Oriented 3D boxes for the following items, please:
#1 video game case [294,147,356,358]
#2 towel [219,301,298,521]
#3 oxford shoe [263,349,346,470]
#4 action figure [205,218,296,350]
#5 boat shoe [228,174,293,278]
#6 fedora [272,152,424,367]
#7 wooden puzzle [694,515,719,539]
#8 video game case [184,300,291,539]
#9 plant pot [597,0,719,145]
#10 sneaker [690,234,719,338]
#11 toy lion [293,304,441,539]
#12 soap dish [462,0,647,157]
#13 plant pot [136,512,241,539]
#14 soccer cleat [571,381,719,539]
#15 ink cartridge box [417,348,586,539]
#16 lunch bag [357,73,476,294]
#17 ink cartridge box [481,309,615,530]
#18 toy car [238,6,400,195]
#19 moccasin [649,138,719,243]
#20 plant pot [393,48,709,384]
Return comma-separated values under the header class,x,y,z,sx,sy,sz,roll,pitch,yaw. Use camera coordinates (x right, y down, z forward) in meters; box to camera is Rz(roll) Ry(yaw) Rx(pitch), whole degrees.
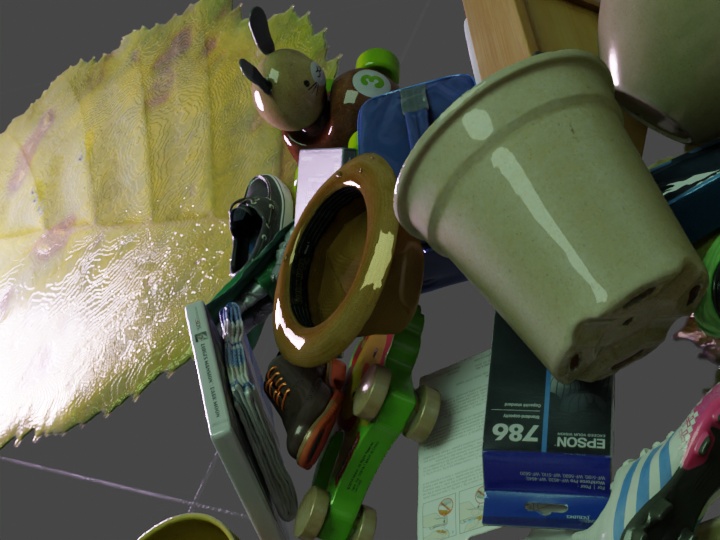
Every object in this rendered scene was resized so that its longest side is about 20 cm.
class,x,y,z,sx,sy,sz,roll,pitch,yaw
video game case,-0.040,-0.022,1.255,0.143,0.019,0.203,-167,81,-70
towel,-0.096,0.128,1.169,0.023,0.149,0.200,-19,23,-2
oxford shoe,-0.058,0.120,1.108,0.200,0.072,0.072,-90,25,-79
action figure,-0.093,0.011,1.351,0.054,0.119,0.201,29,71,32
boat shoe,-0.126,-0.050,1.455,0.069,0.066,0.202,-28,41,28
fedora,0.000,0.000,1.061,0.200,0.081,0.203,-43,35,40
wooden puzzle,0.259,0.239,0.782,0.184,0.037,0.202,-27,41,29
video game case,-0.108,0.156,1.139,0.023,0.202,0.183,-20,38,-2
plant pot,0.274,-0.186,1.029,0.135,0.199,0.200,-58,35,2
sneaker,0.323,-0.030,0.945,0.083,0.077,0.202,18,73,33
toy lion,0.005,0.128,1.118,0.192,0.068,0.202,-102,37,-70
soap dish,0.184,-0.194,1.161,0.202,0.155,0.082,-96,28,-46
plant pot,-0.126,0.328,1.040,0.199,0.142,0.202,-29,40,27
soccer cleat,0.223,0.136,0.868,0.200,0.070,0.086,-43,18,-20
ink cartridge box,0.122,0.154,1.013,0.161,0.050,0.202,-25,47,31
lunch bag,0.068,-0.085,1.185,0.134,0.133,0.202,-17,44,13
ink cartridge box,0.147,0.100,0.953,0.098,0.039,0.202,0,52,12
toy car,-0.060,-0.208,1.408,0.157,0.200,0.166,-25,42,31
moccasin,0.241,-0.045,1.047,0.198,0.081,0.069,-22,36,13
plant pot,0.152,-0.026,0.921,0.200,0.200,0.185,-39,61,14
